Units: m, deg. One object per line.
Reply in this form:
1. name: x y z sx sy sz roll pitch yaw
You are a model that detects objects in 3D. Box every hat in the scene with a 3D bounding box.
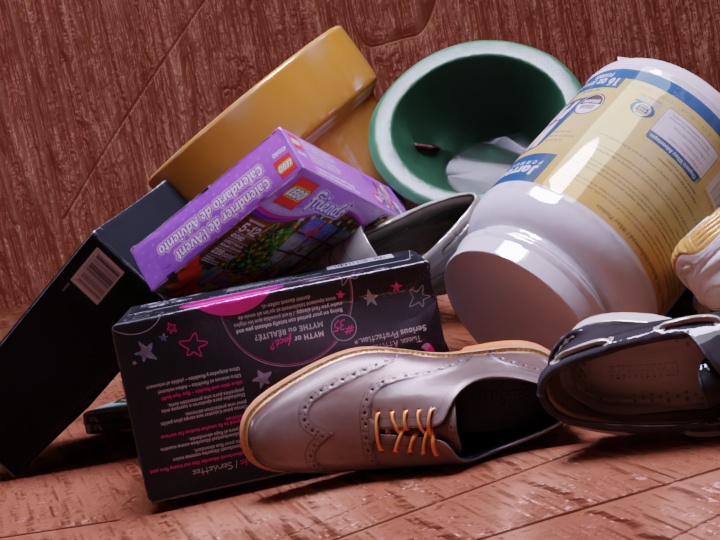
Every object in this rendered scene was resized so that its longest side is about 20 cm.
1. hat: 0.106 -0.069 1.329 0.165 0.177 0.200 37 65 28

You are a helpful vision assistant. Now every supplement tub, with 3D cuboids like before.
1. supplement tub: 0.162 -0.031 1.121 0.200 0.145 0.144 -47 22 -27

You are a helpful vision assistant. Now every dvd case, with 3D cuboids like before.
1. dvd case: -0.106 0.099 1.351 0.198 0.022 0.146 -7 7 35

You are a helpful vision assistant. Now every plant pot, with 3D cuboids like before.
1. plant pot: -0.038 -0.062 1.340 0.200 0.184 0.200 -38 4 3

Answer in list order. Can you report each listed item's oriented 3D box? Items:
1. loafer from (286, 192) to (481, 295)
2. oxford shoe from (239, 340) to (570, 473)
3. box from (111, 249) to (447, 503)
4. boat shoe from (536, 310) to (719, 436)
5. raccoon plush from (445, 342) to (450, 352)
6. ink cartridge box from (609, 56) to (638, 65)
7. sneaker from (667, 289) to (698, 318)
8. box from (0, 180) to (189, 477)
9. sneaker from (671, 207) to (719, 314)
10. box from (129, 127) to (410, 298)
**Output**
1. loafer: 0.000 0.000 1.160 0.198 0.070 0.070 -25 46 -11
2. oxford shoe: 0.027 0.081 0.963 0.198 0.072 0.073 -12 10 -3
3. box: -0.047 0.064 1.062 0.198 0.116 0.132 -11 4 -2
4. boat shoe: 0.187 0.052 0.874 0.198 0.075 0.060 -1 19 32
5. raccoon plush: -0.003 0.071 1.263 0.133 0.097 0.200 -25 -23 -1
6. ink cartridge box: 0.209 -0.067 1.366 0.084 0.201 0.144 37 21 20
7. sneaker: 0.248 0.012 1.277 0.111 0.074 0.199 10 8 28
8. box: -0.203 0.042 1.254 0.200 0.079 0.141 -47 4 24
9. sneaker: 0.261 0.025 1.075 0.076 0.088 0.200 -44 -26 14
10. box: -0.054 -0.021 1.175 0.136 0.039 0.200 -38 -24 14
